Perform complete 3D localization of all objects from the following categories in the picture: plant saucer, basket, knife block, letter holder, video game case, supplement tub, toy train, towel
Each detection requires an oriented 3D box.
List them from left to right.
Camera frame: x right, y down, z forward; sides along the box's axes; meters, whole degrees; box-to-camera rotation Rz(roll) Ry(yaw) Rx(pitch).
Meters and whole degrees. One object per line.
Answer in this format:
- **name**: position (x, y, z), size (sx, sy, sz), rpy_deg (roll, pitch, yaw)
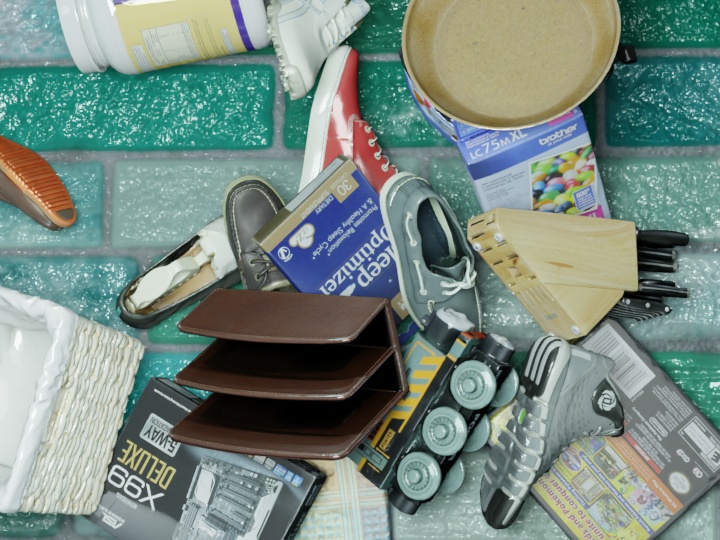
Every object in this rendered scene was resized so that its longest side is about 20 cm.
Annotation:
- **basket**: position (-0.341, 0.120, 1.464), size (0.199, 0.161, 0.199), rpy_deg (15, 86, 28)
- **supplement tub**: position (-0.195, -0.278, 1.525), size (0.199, 0.145, 0.146), rpy_deg (-11, 84, 4)
- **letter holder**: position (-0.080, 0.096, 1.407), size (0.199, 0.142, 0.101), rpy_deg (3, 118, 31)
- **towel**: position (-0.071, 0.225, 1.528), size (0.199, 0.022, 0.147), rpy_deg (-5, 84, 3)
- **toy train**: position (0.067, 0.134, 1.455), size (0.114, 0.085, 0.201), rpy_deg (36, 105, 24)
- **plant saucer**: position (0.138, -0.213, 1.386), size (0.199, 0.035, 0.201), rpy_deg (-4, 69, 10)
- **knife block**: position (0.225, -0.023, 1.467), size (0.176, 0.064, 0.200), rpy_deg (-44, 98, -24)
- **video game case**: position (0.244, 0.172, 1.502), size (0.181, 0.026, 0.200), rpy_deg (-42, 83, 0)

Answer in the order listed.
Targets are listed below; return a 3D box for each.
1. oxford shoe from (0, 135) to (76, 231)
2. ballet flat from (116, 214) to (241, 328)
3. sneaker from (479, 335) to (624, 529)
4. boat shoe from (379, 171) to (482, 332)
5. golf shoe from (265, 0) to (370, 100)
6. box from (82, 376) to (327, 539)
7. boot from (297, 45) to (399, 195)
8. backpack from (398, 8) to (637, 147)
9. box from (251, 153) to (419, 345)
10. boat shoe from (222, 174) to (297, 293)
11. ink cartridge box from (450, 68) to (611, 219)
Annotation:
- **oxford shoe**: position (-0.379, -0.099, 1.572), size (0.200, 0.071, 0.073), rpy_deg (41, 109, 12)
- **ballet flat**: position (-0.162, -0.005, 1.533), size (0.200, 0.068, 0.068), rpy_deg (-36, 81, 1)
- **sneaker**: position (0.197, 0.167, 1.460), size (0.115, 0.075, 0.201), rpy_deg (13, 106, -21)
- **boat shoe**: position (0.077, 0.000, 1.461), size (0.073, 0.062, 0.201), rpy_deg (-31, 117, -18)
- **golf shoe**: position (-0.040, -0.249, 1.495), size (0.097, 0.078, 0.201), rpy_deg (-8, 45, 9)
- **box**: position (-0.156, 0.221, 1.495), size (0.200, 0.050, 0.158), rpy_deg (30, 92, 14)
- **boot**: position (0.017, -0.122, 1.530), size (0.144, 0.072, 0.201), rpy_deg (8, 93, 6)
- **backpack**: position (0.135, -0.214, 1.487), size (0.190, 0.154, 0.200), rpy_deg (-35, 76, -8)
- **box**: position (0.000, 0.000, 1.479), size (0.121, 0.032, 0.200), rpy_deg (-44, 118, -8)
- **boat shoe**: position (-0.082, 0.003, 1.494), size (0.073, 0.065, 0.201), rpy_deg (-21, 109, -6)
- **ink cartridge box**: position (0.167, -0.094, 1.454), size (0.119, 0.200, 0.042), rpy_deg (-23, 47, 3)
